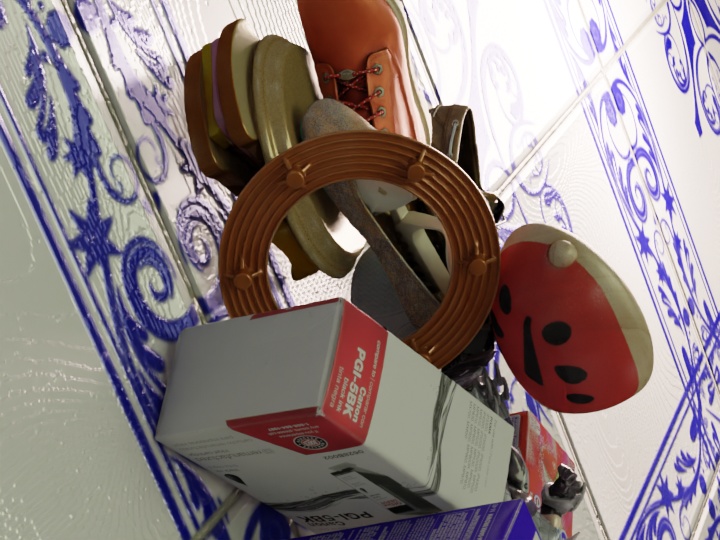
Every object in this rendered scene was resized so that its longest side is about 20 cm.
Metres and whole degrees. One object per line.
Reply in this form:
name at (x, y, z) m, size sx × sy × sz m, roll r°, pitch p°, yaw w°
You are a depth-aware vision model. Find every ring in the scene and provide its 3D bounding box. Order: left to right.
ring at (0.000, 0.000, 1.111) m, size 0.202 × 0.199 × 0.019 m, roll 62°, pitch 9°, yaw -22°

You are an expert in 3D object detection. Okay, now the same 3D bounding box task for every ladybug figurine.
ladybug figurine at (0.146, 0.042, 1.166) m, size 0.072 × 0.135 × 0.201 m, roll -46°, pitch 148°, yaw -17°

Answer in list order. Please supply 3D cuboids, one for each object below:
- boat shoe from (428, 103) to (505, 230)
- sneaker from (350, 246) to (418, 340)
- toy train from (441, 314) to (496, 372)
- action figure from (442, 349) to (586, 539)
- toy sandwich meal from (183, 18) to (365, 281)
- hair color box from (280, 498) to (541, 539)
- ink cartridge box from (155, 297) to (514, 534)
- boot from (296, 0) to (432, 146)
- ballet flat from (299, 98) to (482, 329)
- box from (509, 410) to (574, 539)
boat shoe at (0.087, -0.051, 1.419) m, size 0.072 × 0.072 × 0.202 m, roll -4°, pitch 80°, yaw -61°
sneaker at (0.027, 0.084, 1.242) m, size 0.114 × 0.075 × 0.202 m, roll 33°, pitch 63°, yaw -73°
toy train at (0.086, 0.063, 1.299) m, size 0.200 × 0.034 × 0.046 m, roll 100°, pitch -6°, yaw -68°
action figure at (0.110, 0.164, 1.188) m, size 0.130 × 0.069 × 0.202 m, roll -30°, pitch 98°, yaw -57°
toy sandwich meal at (-0.059, -0.082, 1.185) m, size 0.205 × 0.070 × 0.207 m, roll -16°, pitch 90°, yaw -73°
hair color box at (0.031, 0.224, 1.049) m, size 0.110 × 0.198 × 0.065 m, roll 64°, pitch 32°, yaw -18°
ink cartridge box at (-0.013, 0.108, 1.061) m, size 0.200 × 0.146 × 0.084 m, roll 38°, pitch 53°, yaw -40°
boot at (0.002, -0.136, 1.188) m, size 0.108 × 0.074 × 0.201 m, roll -76°, pitch 147°, yaw -50°
ballet flat at (0.032, -0.041, 1.140) m, size 0.068 × 0.067 × 0.201 m, roll -48°, pitch 115°, yaw -32°
box at (0.109, 0.227, 1.297) m, size 0.096 × 0.099 × 0.201 m, roll 47°, pitch 38°, yaw -40°
